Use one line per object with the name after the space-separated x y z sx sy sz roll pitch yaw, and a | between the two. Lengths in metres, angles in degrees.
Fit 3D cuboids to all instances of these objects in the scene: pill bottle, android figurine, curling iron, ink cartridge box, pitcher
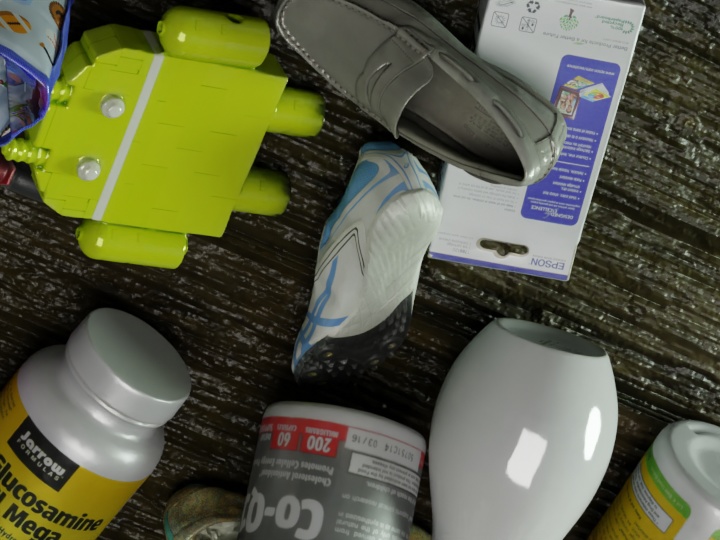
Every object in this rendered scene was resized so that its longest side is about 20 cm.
0.207 0.212 1.628 0.110 0.111 0.201 23 117 -15 | pill bottle
-0.123 -0.084 1.448 0.199 0.041 0.183 8 122 -32 | android figurine
-0.225 -0.071 1.484 0.199 0.026 0.050 32 125 -26 | curling iron
0.108 -0.094 1.487 0.099 0.039 0.201 10 118 -7 | ink cartridge box
-0.029 0.196 1.552 0.113 0.114 0.201 14 76 -10 | pill bottle
-0.203 0.124 1.561 0.112 0.113 0.200 32 114 -19 | pill bottle
0.106 0.136 1.581 0.121 0.171 0.201 19 101 16 | pitcher

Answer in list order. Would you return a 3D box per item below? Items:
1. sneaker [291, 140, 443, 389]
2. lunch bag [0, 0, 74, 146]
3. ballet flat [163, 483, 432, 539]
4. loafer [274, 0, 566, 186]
0.000 0.000 1.531 0.071 0.073 0.201 -1 137 -26 | sneaker
-0.269 -0.147 1.368 0.198 0.170 0.125 3 125 -2 | lunch bag
-0.041 0.199 1.638 0.199 0.071 0.071 13 119 -10 | ballet flat
0.032 -0.115 1.427 0.199 0.070 0.070 29 121 8 | loafer
